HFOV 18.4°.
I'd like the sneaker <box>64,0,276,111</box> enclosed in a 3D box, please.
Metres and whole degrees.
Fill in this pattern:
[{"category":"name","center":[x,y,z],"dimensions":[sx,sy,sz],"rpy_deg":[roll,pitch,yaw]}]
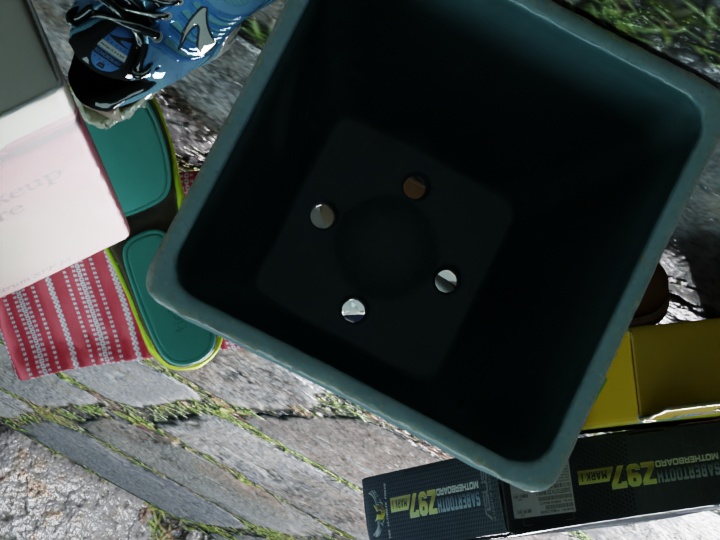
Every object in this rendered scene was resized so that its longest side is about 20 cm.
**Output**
[{"category":"sneaker","center":[-0.087,-0.122,1.014],"dimensions":[0.078,0.090,0.200],"rpy_deg":[43,155,2]}]

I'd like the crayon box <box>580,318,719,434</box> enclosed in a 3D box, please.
[{"category":"crayon box","center":[0.177,0.056,1.192],"dimensions":[0.127,0.051,0.200],"rpy_deg":[-4,174,-18]}]

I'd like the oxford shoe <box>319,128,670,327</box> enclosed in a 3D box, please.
[{"category":"oxford shoe","center":[0.083,-0.023,1.183],"dimensions":[0.200,0.071,0.071],"rpy_deg":[19,129,-13]}]

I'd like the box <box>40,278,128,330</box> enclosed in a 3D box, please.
[{"category":"box","center":[-0.230,-0.054,1.507],"dimensions":[0.200,0.102,0.112],"rpy_deg":[32,172,-22]}]

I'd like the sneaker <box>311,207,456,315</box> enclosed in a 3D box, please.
[{"category":"sneaker","center":[0.000,0.000,1.266],"dimensions":[0.075,0.100,0.200],"rpy_deg":[3,-158,-47]}]

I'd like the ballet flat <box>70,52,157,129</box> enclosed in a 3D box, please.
[{"category":"ballet flat","center":[-0.119,-0.116,1.198],"dimensions":[0.072,0.072,0.200],"rpy_deg":[29,165,-10]}]

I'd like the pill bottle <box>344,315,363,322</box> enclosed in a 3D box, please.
[{"category":"pill bottle","center":[0.021,0.031,1.367],"dimensions":[0.200,0.111,0.111],"rpy_deg":[25,166,4]}]

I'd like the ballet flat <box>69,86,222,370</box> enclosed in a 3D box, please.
[{"category":"ballet flat","center":[-0.134,-0.035,1.369],"dimensions":[0.067,0.067,0.200],"rpy_deg":[-96,-12,-79]}]

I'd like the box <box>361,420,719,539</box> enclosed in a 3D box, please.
[{"category":"box","center":[0.124,0.123,1.268],"dimensions":[0.200,0.051,0.158],"rpy_deg":[-3,172,-29]}]

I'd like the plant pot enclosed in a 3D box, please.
[{"category":"plant pot","center":[0.025,-0.022,1.044],"dimensions":[0.195,0.197,0.200],"rpy_deg":[27,171,-3]}]

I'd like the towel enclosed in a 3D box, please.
[{"category":"towel","center":[-0.147,0.004,1.446],"dimensions":[0.199,0.023,0.145],"rpy_deg":[-7,125,6]}]

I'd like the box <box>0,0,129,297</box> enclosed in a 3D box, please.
[{"category":"box","center":[-0.207,-0.071,1.128],"dimensions":[0.200,0.128,0.109],"rpy_deg":[79,166,-70]}]
